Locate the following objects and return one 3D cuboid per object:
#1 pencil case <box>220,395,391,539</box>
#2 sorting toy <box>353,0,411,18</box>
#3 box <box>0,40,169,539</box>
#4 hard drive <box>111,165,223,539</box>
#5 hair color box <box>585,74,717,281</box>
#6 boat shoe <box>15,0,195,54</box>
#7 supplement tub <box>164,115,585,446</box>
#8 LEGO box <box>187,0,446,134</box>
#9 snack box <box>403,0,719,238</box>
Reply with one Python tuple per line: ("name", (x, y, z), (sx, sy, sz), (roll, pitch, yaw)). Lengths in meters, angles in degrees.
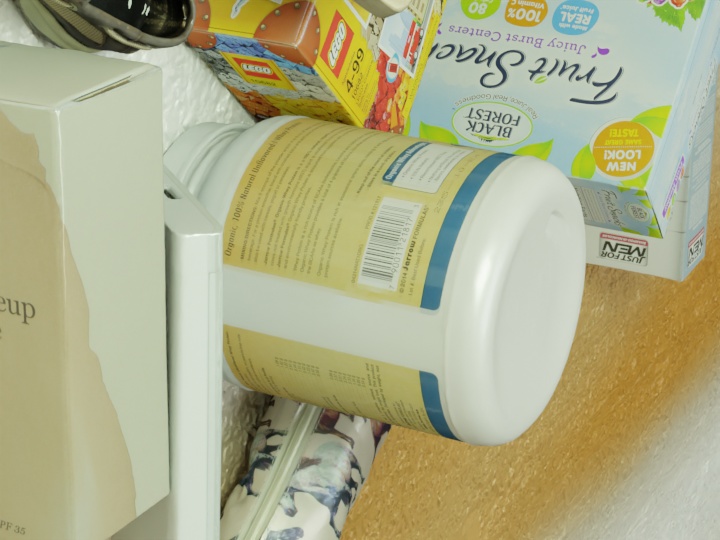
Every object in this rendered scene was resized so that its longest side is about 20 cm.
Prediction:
("pencil case", (-0.038, 0.123, 1.145), (0.090, 0.077, 0.201), (94, 17, -65))
("sorting toy", (-0.032, -0.245, 0.920), (0.199, 0.069, 0.200), (33, 71, -20))
("box", (-0.139, 0.010, 0.866), (0.078, 0.094, 0.201), (-33, 128, -56))
("hard drive", (-0.094, 0.059, 0.963), (0.026, 0.132, 0.202), (-5, 110, -19))
("hair color box", (0.218, -0.101, 1.572), (0.061, 0.098, 0.201), (-37, 133, -56))
("boat shoe", (-0.126, -0.150, 0.846), (0.200, 0.073, 0.075), (37, 66, -63))
("supplement tub", (0.000, 0.000, 1.029), (0.145, 0.199, 0.146), (-39, 135, -54))
("LEGO box", (-0.009, -0.180, 1.080), (0.149, 0.077, 0.201), (47, 58, -61))
("snack box", (0.105, -0.121, 1.203), (0.170, 0.199, 0.068), (-69, 153, -19))
